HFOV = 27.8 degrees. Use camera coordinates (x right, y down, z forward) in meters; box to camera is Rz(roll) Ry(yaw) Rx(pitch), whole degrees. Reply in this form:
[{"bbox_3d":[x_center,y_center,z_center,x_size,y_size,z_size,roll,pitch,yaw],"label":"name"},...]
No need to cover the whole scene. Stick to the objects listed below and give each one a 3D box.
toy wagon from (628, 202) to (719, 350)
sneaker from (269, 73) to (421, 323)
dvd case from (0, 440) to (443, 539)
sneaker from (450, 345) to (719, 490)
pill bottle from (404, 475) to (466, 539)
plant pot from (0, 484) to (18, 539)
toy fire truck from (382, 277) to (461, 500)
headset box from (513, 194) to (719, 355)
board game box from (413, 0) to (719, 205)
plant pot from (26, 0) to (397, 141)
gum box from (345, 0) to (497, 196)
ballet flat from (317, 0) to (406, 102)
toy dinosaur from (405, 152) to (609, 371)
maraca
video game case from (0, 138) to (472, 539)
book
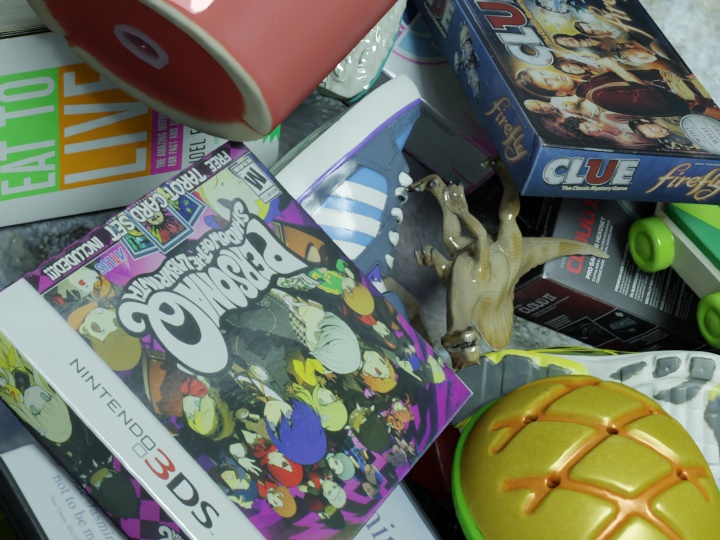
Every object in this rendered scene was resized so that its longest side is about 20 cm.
[{"bbox_3d":[0.260,0.002,0.844,0.155,0.040,0.200,-15,46,-23],"label":"toy wagon"},{"bbox_3d":[0.000,0.000,0.815,0.146,0.081,0.200,49,61,-9],"label":"sneaker"},{"bbox_3d":[-0.053,0.117,0.656,0.200,0.018,0.143,-17,67,-48],"label":"dvd case"},{"bbox_3d":[0.151,0.071,0.818,0.200,0.085,0.075,9,98,12],"label":"sneaker"},{"bbox_3d":[0.081,0.200,0.814,0.200,0.112,0.112,33,66,-7],"label":"pill bottle"},{"bbox_3d":[-0.130,0.211,0.673,0.200,0.193,0.201,23,43,-23],"label":"plant pot"},{"bbox_3d":[-0.011,0.042,0.862,0.141,0.049,0.200,-5,75,-21],"label":"toy fire truck"},{"bbox_3d":[0.186,-0.023,0.937,0.200,0.077,0.149,23,68,-14],"label":"headset box"},{"bbox_3d":[0.120,-0.115,0.831,0.135,0.035,0.200,1,42,-23],"label":"board game box"},{"bbox_3d":[-0.060,-0.174,0.705,0.200,0.200,0.177,33,75,-8],"label":"plant pot"},{"bbox_3d":[0.029,-0.157,0.925,0.200,0.066,0.114,38,67,-6],"label":"gum box"},{"bbox_3d":[-0.004,-0.194,0.847,0.072,0.072,0.200,22,65,-12],"label":"ballet flat"},{"bbox_3d":[0.070,-0.009,0.799,0.200,0.058,0.101,-36,110,-57],"label":"toy dinosaur"},{"bbox_3d":[0.117,0.128,0.701,0.137,0.107,0.200,-4,40,-10],"label":"maraca"},{"bbox_3d":[-0.057,0.046,0.669,0.181,0.036,0.200,48,39,1],"label":"video game case"},{"bbox_3d":[-0.141,-0.094,0.817,0.200,0.134,0.048,-12,45,-22],"label":"book"}]
